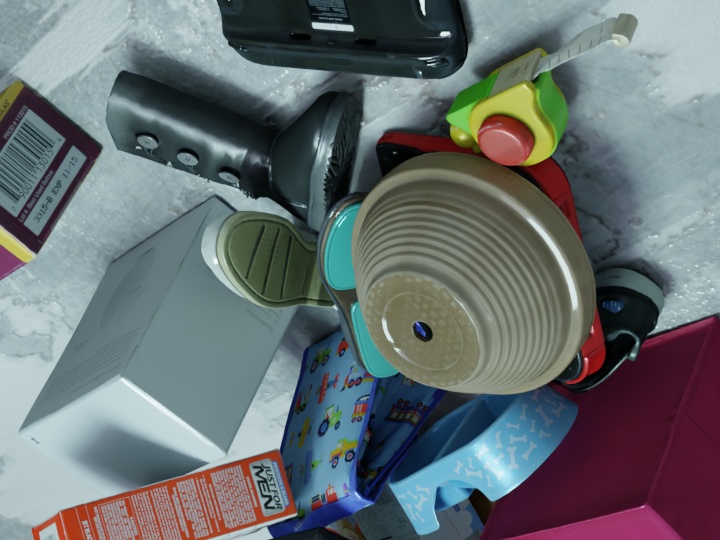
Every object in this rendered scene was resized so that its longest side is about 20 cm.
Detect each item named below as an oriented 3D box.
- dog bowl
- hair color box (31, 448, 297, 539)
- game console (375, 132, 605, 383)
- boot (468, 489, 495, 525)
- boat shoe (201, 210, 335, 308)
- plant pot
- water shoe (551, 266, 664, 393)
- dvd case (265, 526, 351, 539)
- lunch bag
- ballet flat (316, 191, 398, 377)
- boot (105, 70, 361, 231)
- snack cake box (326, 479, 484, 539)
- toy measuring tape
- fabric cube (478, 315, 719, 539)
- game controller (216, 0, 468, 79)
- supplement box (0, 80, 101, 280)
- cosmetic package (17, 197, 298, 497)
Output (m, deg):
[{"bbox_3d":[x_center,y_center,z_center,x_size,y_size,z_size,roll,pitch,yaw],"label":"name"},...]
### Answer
[{"bbox_3d":[0.095,0.147,1.615,0.050,0.112,0.200,46,140,-8],"label":"dog bowl"},{"bbox_3d":[-0.166,0.212,1.663,0.111,0.198,0.064,-34,70,63],"label":"hair color box"},{"bbox_3d":[0.101,-0.010,1.526,0.176,0.031,0.201,13,128,44],"label":"game console"},{"bbox_3d":[0.099,0.167,1.788,0.201,0.070,0.145,47,123,28],"label":"boot"},{"bbox_3d":[-0.078,-0.008,1.607,0.068,0.075,0.200,15,176,31],"label":"boat shoe"},{"bbox_3d":[0.068,0.022,1.464,0.199,0.093,0.202,19,131,23],"label":"plant pot"},{"bbox_3d":[0.164,0.061,1.594,0.071,0.079,0.200,34,145,-11],"label":"water shoe"},{"bbox_3d":[0.006,0.273,1.706,0.199,0.018,0.142,28,151,-25],"label":"dvd case"},{"bbox_3d":[-0.013,0.147,1.716,0.094,0.201,0.150,39,144,-17],"label":"lunch bag"},{"bbox_3d":[0.000,0.000,1.606,0.072,0.073,0.201,10,137,23],"label":"ballet flat"},{"bbox_3d":[-0.105,-0.116,1.556,0.199,0.066,0.165,25,148,8],"label":"boot"},{"bbox_3d":[0.022,0.236,1.785,0.116,0.067,0.200,59,146,-4],"label":"snack cake box"},{"bbox_3d":[0.137,-0.120,1.386,0.073,0.074,0.199,41,143,-21],"label":"toy measuring tape"},{"bbox_3d":[0.253,0.191,1.602,0.199,0.201,0.196,43,143,-20],"label":"fabric cube"},{"bbox_3d":[-0.018,-0.190,1.431,0.198,0.042,0.105,8,127,25],"label":"game controller"},{"bbox_3d":[-0.336,-0.058,1.723,0.103,0.132,0.199,40,144,-19],"label":"supplement box"},{"bbox_3d":[-0.172,0.075,1.727,0.123,0.201,0.199,39,144,-18],"label":"cosmetic package"}]
